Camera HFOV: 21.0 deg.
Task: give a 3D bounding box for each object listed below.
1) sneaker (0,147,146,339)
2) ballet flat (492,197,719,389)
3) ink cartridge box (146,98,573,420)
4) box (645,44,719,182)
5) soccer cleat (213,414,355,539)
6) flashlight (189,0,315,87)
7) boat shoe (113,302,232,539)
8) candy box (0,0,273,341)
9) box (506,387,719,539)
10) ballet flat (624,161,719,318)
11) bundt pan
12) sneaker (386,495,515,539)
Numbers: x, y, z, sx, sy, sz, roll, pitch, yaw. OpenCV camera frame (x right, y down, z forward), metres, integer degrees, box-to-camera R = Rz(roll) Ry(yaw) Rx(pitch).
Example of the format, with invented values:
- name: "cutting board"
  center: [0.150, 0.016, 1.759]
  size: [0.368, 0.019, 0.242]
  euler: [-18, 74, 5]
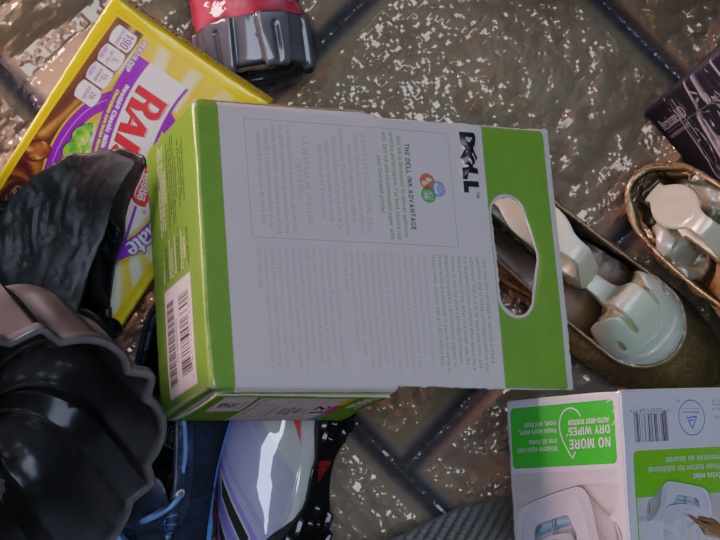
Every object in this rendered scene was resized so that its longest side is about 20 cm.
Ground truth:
- name: "sneaker"
  center: [-0.174, 0.030, 1.010]
  size: [0.104, 0.060, 0.201]
  euler: [9, 95, 10]
- name: "ballet flat"
  center: [0.123, 0.002, 1.068]
  size: [0.200, 0.072, 0.068]
  euler: [41, 80, 0]
- name: "ink cartridge box"
  center: [0.000, 0.000, 0.992]
  size: [0.199, 0.076, 0.149]
  euler: [3, 73, -24]
- name: "box"
  center: [0.266, -0.065, 1.027]
  size: [0.104, 0.200, 0.182]
  euler: [-40, 88, -8]
- name: "soccer cleat"
  center: [-0.053, 0.114, 1.050]
  size: [0.073, 0.068, 0.201]
  euler: [14, 90, 25]
- name: "flashlight"
  center: [-0.072, -0.202, 1.077]
  size: [0.067, 0.068, 0.201]
  euler: [-6, 83, -22]
- name: "boat shoe"
  center: [-0.119, 0.106, 1.019]
  size: [0.084, 0.069, 0.201]
  euler: [9, 88, 34]
- name: "candy box"
  center: [-0.142, -0.037, 1.042]
  size: [0.102, 0.026, 0.200]
  euler: [33, 99, -3]
- name: "box"
  center: [0.186, 0.149, 1.006]
  size: [0.199, 0.097, 0.177]
  euler: [0, 84, -35]
- name: "ballet flat"
  center: [0.203, 0.000, 1.023]
  size: [0.065, 0.200, 0.071]
  euler: [34, 92, -41]
- name: "bundt pan"
  center: [-0.197, 0.082, 0.920]
  size: [0.201, 0.202, 0.076]
  euler: [-31, 52, -8]
- name: "sneaker"
  center: [0.060, 0.194, 1.052]
  size: [0.200, 0.073, 0.115]
  euler: [-17, 105, -13]
